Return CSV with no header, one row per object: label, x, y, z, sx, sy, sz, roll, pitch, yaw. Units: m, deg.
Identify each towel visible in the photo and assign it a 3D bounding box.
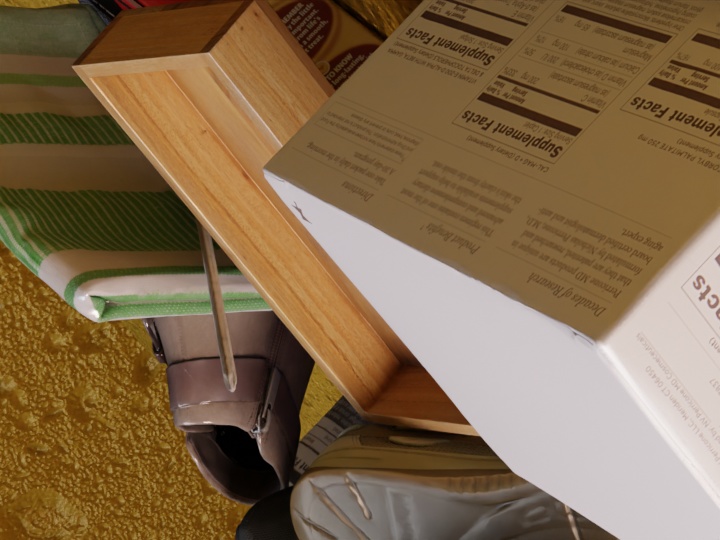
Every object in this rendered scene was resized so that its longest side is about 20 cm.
towel,-0.119,-0.052,1.018,0.152,0.023,0.200,-4,-136,-48

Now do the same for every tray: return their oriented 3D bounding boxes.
tray,-0.016,-0.018,0.918,0.098,0.037,0.200,2,138,54

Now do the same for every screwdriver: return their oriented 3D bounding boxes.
screwdriver,-0.061,-0.022,0.972,0.028,0.029,0.201,46,-165,-38

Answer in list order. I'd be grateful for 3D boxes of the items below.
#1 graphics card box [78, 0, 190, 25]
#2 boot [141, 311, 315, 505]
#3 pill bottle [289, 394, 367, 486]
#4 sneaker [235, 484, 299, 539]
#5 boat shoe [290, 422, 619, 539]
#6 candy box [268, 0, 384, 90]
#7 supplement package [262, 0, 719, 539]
graphics card box,-0.073,-0.098,1.156,0.125,0.051,0.200,38,168,32
boot,-0.043,0.039,1.124,0.070,0.147,0.200,-10,153,24
pill bottle,0.022,0.113,1.204,0.116,0.200,0.116,42,172,8
sneaker,0.038,0.090,1.044,0.075,0.198,0.085,-95,-9,-45
boat shoe,0.073,0.095,0.958,0.199,0.063,0.074,2,118,21
candy box,0.020,-0.037,0.999,0.200,0.056,0.117,39,168,25
supplement package,0.091,0.007,0.705,0.156,0.111,0.200,50,170,-30
